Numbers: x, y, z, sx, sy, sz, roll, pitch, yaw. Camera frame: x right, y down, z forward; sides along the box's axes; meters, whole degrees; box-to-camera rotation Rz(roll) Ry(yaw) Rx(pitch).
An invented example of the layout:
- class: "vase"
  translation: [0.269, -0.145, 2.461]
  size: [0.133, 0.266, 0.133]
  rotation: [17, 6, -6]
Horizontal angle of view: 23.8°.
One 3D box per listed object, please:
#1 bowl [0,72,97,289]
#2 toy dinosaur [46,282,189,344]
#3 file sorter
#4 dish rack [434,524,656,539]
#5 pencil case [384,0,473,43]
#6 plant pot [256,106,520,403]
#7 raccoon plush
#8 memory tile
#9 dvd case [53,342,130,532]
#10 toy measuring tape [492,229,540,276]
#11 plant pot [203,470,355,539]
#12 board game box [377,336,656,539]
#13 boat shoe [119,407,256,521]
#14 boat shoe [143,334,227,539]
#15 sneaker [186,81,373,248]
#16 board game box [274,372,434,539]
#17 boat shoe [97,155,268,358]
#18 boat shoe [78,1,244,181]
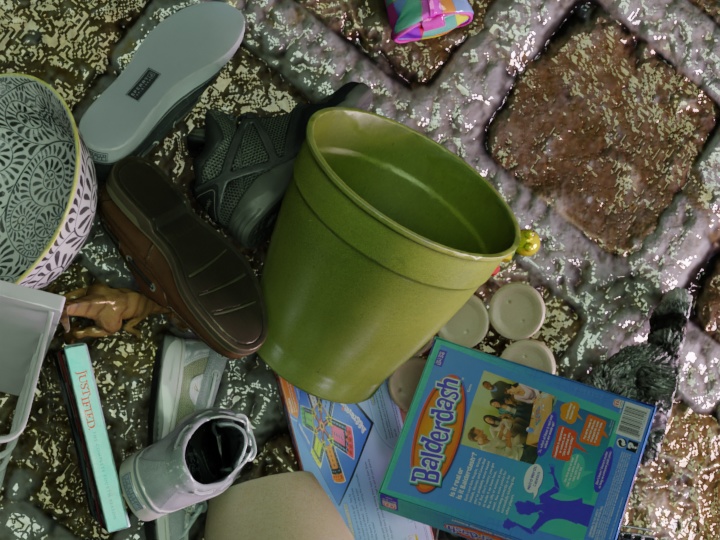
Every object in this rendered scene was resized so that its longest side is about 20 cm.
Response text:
- class: "bowl"
  translation: [-0.284, -0.053, 1.414]
  size: [0.199, 0.094, 0.202]
  rotation: [-11, 68, 28]
- class: "toy dinosaur"
  translation: [-0.219, 0.030, 1.423]
  size: [0.199, 0.106, 0.061]
  rotation: [-2, 80, -57]
- class: "file sorter"
  translation: [-0.326, 0.095, 1.340]
  size: [0.138, 0.200, 0.125]
  rotation: [16, 63, -12]
- class: "dish rack"
  translation: [0.160, 0.267, 1.480]
  size: [0.198, 0.055, 0.155]
  rotation: [9, 114, 3]
- class: "pencil case"
  translation: [0.040, -0.308, 1.537]
  size: [0.088, 0.088, 0.202]
  rotation: [-17, 91, -14]
- class: "plant pot"
  translation: [0.000, 0.000, 1.430]
  size: [0.199, 0.201, 0.194]
  rotation: [27, 116, -10]
- class: "raccoon plush"
  translation: [0.220, 0.095, 1.567]
  size: [0.133, 0.097, 0.201]
  rotation: [14, 46, 7]
- class: "memory tile"
  translation: [0.103, 0.118, 1.502]
  size: [0.152, 0.017, 0.202]
  rotation: [-11, 89, 13]
- class: "dvd case"
  translation: [-0.220, 0.132, 1.378]
  size: [0.022, 0.200, 0.147]
  rotation: [-13, 88, -14]
- class: "toy measuring tape"
  translation: [0.070, -0.032, 1.528]
  size: [0.198, 0.074, 0.074]
  rotation: [4, 85, -14]
- class: "plant pot"
  translation: [-0.061, 0.278, 1.432]
  size: [0.186, 0.187, 0.202]
  rotation: [-11, 74, -14]
- class: "board game box"
  translation: [0.131, 0.157, 1.432]
  size: [0.198, 0.045, 0.153]
  rotation: [18, 66, 11]
- class: "boat shoe"
  translation: [-0.119, 0.148, 1.359]
  size: [0.071, 0.201, 0.071]
  rotation: [-22, 91, 20]
- class: "boat shoe"
  translation: [-0.150, 0.158, 1.460]
  size: [0.064, 0.074, 0.204]
  rotation: [5, 76, -14]
- class: "sneaker"
  translation: [-0.077, -0.119, 1.494]
  size: [0.114, 0.076, 0.199]
  rotation: [38, 63, 11]
- class: "board game box"
  translation: [-0.003, 0.175, 1.520]
  size: [0.102, 0.019, 0.202]
  rotation: [-14, 89, -16]
- class: "boat shoe"
  translation: [-0.149, -0.002, 1.427]
  size: [0.072, 0.068, 0.201]
  rotation: [-20, 68, -41]
- class: "boat shoe"
  translation: [-0.174, -0.157, 1.484]
  size: [0.068, 0.057, 0.200]
  rotation: [33, 62, 16]
